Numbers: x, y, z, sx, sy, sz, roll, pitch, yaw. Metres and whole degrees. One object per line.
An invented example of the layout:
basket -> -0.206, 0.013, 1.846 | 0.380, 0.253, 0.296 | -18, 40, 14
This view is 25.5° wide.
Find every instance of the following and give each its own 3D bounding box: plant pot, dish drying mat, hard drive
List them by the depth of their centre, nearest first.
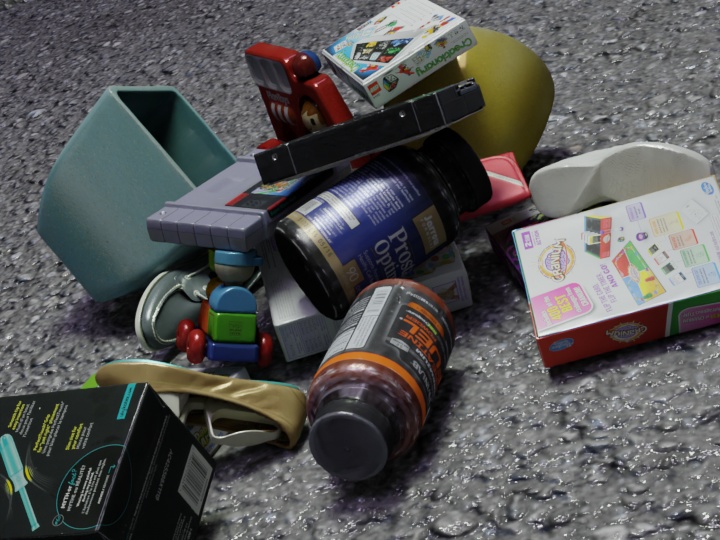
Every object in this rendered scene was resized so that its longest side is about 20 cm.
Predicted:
hard drive -> 0.011, -0.135, 1.548 | 0.199, 0.038, 0.140 | -18, 6, 22
dish drying mat -> 0.070, -0.071, 1.621 | 0.199, 0.018, 0.077 | -16, 46, -1
plant pot -> 0.114, -0.153, 1.786 | 0.199, 0.200, 0.143 | -9, 52, 25
plant pot -> -0.255, -0.073, 1.837 | 0.200, 0.197, 0.196 | -43, -6, 15

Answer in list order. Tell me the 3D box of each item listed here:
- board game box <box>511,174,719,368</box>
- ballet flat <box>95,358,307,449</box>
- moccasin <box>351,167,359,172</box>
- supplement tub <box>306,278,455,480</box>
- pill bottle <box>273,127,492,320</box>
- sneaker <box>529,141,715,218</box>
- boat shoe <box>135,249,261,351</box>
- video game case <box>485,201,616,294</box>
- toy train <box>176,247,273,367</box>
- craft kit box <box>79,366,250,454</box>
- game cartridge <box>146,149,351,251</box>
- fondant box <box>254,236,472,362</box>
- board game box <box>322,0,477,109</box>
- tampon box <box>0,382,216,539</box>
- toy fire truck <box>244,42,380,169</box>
board game box -> 0.248, -0.001, 1.451 | 0.199, 0.040, 0.154 | -15, 41, 8
ballet flat -> -0.147, 0.125, 1.457 | 0.198, 0.069, 0.063 | 7, 53, -4
moccasin -> -0.029, -0.069, 1.722 | 0.200, 0.078, 0.074 | -14, 41, 9
supplement tub -> 0.015, 0.099, 1.409 | 0.106, 0.108, 0.200 | -10, 27, 23
pill bottle -> 0.024, -0.050, 1.534 | 0.199, 0.112, 0.112 | -34, 27, -12
sneaker -> 0.269, -0.099, 1.577 | 0.199, 0.076, 0.088 | -1, 19, 40
boat shoe -> -0.173, 0.023, 1.758 | 0.061, 0.073, 0.200 | -7, 23, 37
video game case -> 0.235, -0.032, 1.588 | 0.180, 0.036, 0.200 | -23, 25, -1
toy train -> -0.143, 0.027, 1.631 | 0.084, 0.117, 0.200 | 4, 6, -15
craft kit box -> -0.229, 0.167, 1.542 | 0.199, 0.049, 0.198 | -5, 26, 31
game cartridge -> -0.110, -0.077, 1.633 | 0.129, 0.039, 0.200 | 2, 25, 33
fondant box -> 0.000, 0.000, 1.624 | 0.199, 0.058, 0.145 | -18, 42, 0
board game box -> 0.038, -0.238, 1.700 | 0.126, 0.035, 0.200 | -33, 22, -2
tampon box -> -0.250, 0.196, 1.349 | 0.199, 0.127, 0.151 | -8, 47, 26
toy fire truck -> -0.061, -0.178, 1.841 | 0.112, 0.169, 0.200 | -31, 25, -19
